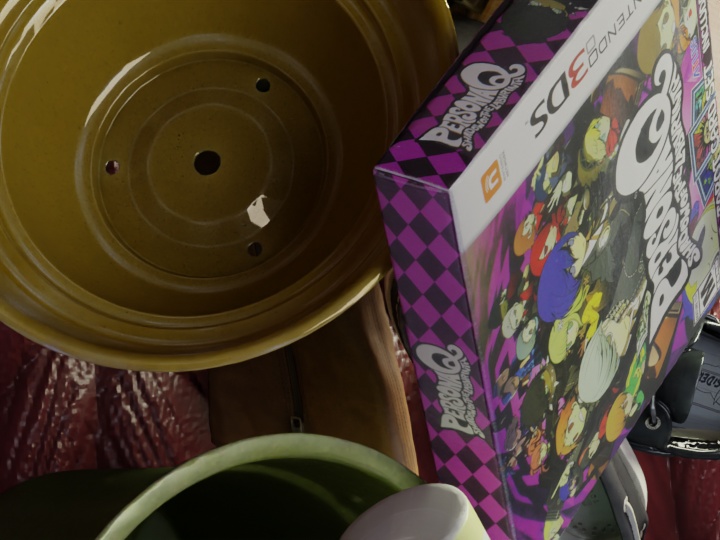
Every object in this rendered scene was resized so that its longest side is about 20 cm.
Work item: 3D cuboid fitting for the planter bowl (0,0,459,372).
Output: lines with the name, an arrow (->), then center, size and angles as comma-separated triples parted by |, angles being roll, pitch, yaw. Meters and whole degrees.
planter bowl -> -0.061, -0.050, 0.912 | 0.199, 0.083, 0.201 | -2, 73, 5

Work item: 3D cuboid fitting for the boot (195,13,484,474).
boot -> 0.000, 0.000, 1.006 | 0.068, 0.188, 0.201 | -31, 121, -52

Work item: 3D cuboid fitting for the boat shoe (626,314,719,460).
boat shoe -> 0.147, 0.052, 1.186 | 0.199, 0.066, 0.075 | 22, 84, -31

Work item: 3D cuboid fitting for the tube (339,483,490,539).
tube -> 0.053, 0.167, 0.881 | 0.058, 0.052, 0.200 | -22, 115, 14

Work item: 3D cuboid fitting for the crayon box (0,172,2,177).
crayon box -> -0.217, -0.069, 0.901 | 0.119, 0.058, 0.201 | -33, 110, -26

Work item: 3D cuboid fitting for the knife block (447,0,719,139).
knife block -> 0.084, -0.108, 1.006 | 0.175, 0.200, 0.064 | 28, 90, -49

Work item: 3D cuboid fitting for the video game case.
video game case -> 0.077, -0.016, 0.912 | 0.181, 0.036, 0.201 | -51, 144, -35

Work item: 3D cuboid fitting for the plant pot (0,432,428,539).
plant pot -> -0.078, 0.153, 0.985 | 0.199, 0.190, 0.201 | -2, 95, -31

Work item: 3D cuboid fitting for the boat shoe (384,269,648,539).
boat shoe -> 0.072, 0.070, 1.124 | 0.060, 0.074, 0.200 | -85, 151, -52
